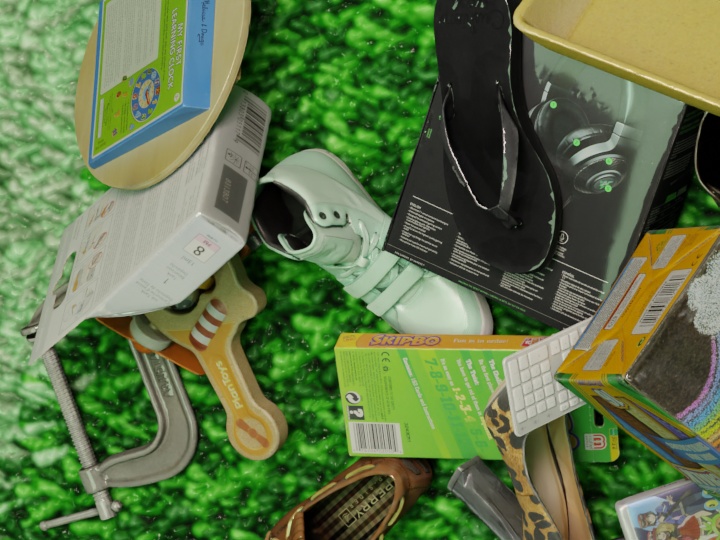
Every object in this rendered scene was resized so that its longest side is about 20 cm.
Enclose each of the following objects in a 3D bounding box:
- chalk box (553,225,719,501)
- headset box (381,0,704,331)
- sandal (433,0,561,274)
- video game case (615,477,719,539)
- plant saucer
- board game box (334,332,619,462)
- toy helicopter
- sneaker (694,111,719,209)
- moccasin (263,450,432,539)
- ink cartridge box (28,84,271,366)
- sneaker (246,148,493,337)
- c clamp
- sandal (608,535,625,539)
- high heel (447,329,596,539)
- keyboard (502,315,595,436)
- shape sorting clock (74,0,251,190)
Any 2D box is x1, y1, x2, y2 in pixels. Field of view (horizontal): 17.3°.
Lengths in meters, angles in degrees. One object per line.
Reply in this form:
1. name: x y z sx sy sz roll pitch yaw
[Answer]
1. chalk box: 0.252 0.077 1.521 0.200 0.124 0.125 38 79 -13
2. headset box: 0.133 -0.078 1.621 0.174 0.093 0.200 24 111 19
3. sandal: 0.081 -0.092 1.566 0.076 0.043 0.200 -10 97 27
4. video game case: 0.291 0.225 1.621 0.182 0.023 0.200 -18 95 2
5. plant saucer: 0.228 -0.176 1.525 0.200 0.200 0.048 24 148 19
6. board game box: 0.085 0.091 1.693 0.200 0.030 0.096 2 121 16
7. toy helicopter: -0.120 0.054 1.783 0.132 0.079 0.200 -23 94 30
8. sneaker: 0.271 -0.027 1.561 0.075 0.106 0.200 -21 94 28
9. moccasin: -0.027 0.207 1.774 0.201 0.078 0.074 -39 87 27
10. ink cartridge box: -0.150 -0.025 1.701 0.057 0.163 0.200 33 125 -20
11. sneaker: 0.000 0.000 1.689 0.200 0.118 0.074 43 114 9
12. c clamp: -0.212 0.103 1.865 0.171 0.027 0.200 -11 98 27
13. sandal: 0.178 0.228 1.707 0.200 0.048 0.075 -17 96 40
14. high heel: 0.146 0.138 1.622 0.143 0.071 0.200 44 139 19
15. keyboard: 0.174 0.049 1.583 0.011 0.200 0.056 23 128 48
16. shape sorting clock: -0.144 -0.154 1.715 0.200 0.039 0.200 -28 53 45
